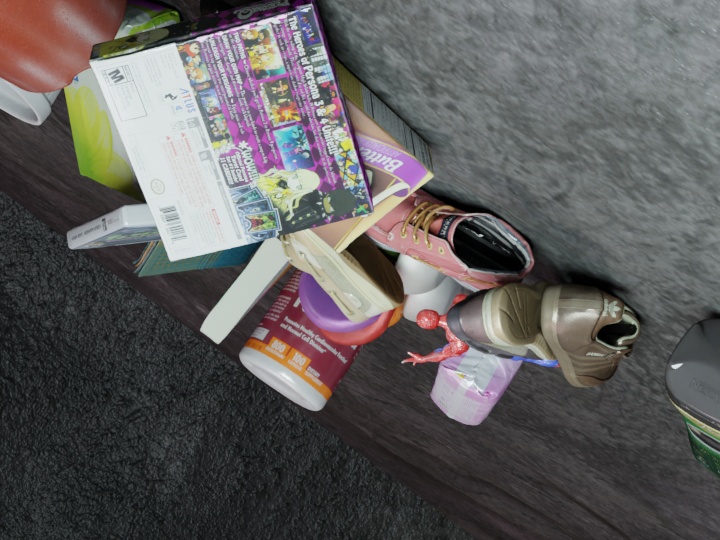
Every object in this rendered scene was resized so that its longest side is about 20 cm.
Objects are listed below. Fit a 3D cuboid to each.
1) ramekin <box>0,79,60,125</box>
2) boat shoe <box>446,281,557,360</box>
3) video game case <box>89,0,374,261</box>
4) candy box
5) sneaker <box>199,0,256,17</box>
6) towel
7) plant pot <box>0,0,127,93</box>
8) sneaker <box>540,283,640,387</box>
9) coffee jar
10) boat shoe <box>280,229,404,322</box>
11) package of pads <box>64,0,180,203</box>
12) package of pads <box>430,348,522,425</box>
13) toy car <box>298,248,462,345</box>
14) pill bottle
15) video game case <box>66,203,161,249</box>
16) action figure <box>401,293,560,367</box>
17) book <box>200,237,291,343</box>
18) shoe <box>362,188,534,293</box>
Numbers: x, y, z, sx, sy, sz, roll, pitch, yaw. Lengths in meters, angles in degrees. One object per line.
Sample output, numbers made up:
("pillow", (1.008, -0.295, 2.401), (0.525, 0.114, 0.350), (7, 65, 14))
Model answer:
("ramekin", (-0.415, -0.268, 1.676), (0.200, 0.105, 0.200), (33, 167, 8))
("boat shoe", (0.137, 0.045, 1.334), (0.065, 0.072, 0.200), (-2, 176, 25))
("video game case", (-0.099, -0.112, 1.179), (0.036, 0.180, 0.201), (-95, -11, -53))
("candy box", (-0.047, -0.117, 1.235), (0.200, 0.117, 0.057), (41, -156, -27))
("sneaker", (-0.111, -0.159, 1.274), (0.076, 0.114, 0.200), (30, 162, 19))
("towel", (-0.148, -0.057, 1.581), (0.200, 0.146, 0.022), (-49, 56, 47))
("plant pot", (-0.319, -0.264, 1.277), (0.200, 0.201, 0.195), (25, 173, 37))
("sneaker", (0.225, 0.067, 1.359), (0.075, 0.071, 0.200), (4, 165, 24))
("coffee jar", (0.323, 0.118, 1.251), (0.104, 0.085, 0.200), (30, 168, 30))
("boat shoe", (-0.042, -0.026, 1.348), (0.065, 0.072, 0.200), (-29, 121, 27))
("package of pads", (-0.228, -0.171, 1.447), (0.154, 0.068, 0.201), (25, 132, 41))
("package of pads", (0.133, 0.091, 1.567), (0.075, 0.121, 0.200), (33, 167, 8))
("toy car", (0.000, 0.000, 1.497), (0.175, 0.150, 0.200), (31, 167, 18))
("pill bottle", (-0.038, 0.047, 1.658), (0.114, 0.200, 0.114), (32, 168, 8))
("video game case", (-0.167, -0.049, 1.440), (0.199, 0.023, 0.182), (-6, 177, -28))
("action figure", (0.122, 0.066, 1.437), (0.199, 0.066, 0.099), (14, 165, -35))
("book", (-0.104, 0.000, 1.624), (0.048, 0.134, 0.200), (39, -165, -2))
("shoe", (0.068, -0.042, 1.364), (0.199, 0.072, 0.091), (29, 167, -1))
